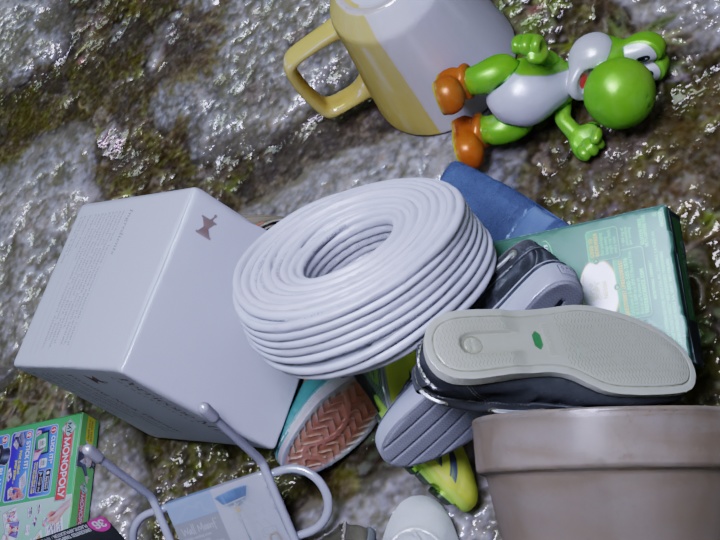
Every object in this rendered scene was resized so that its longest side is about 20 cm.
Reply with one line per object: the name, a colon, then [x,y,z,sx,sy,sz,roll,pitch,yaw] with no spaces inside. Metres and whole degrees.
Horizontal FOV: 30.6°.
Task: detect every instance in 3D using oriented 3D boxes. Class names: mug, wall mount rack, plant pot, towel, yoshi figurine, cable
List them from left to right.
wall mount rack: [-0.132,0.195,1.090,0.199,0.075,0.175,-21,97,20]
cable: [0.000,0.000,0.992,0.199,0.070,0.200,-28,25,-2]
mug: [0.036,-0.212,1.208,0.149,0.153,0.187,36,86,38]
towel: [0.126,-0.004,1.104,0.200,0.048,0.112,38,91,37]
yoshi figurine: [0.168,-0.149,1.129,0.199,0.112,0.113,-16,76,14]
plant pot: [0.176,0.186,0.900,0.199,0.200,0.175,-5,78,28]

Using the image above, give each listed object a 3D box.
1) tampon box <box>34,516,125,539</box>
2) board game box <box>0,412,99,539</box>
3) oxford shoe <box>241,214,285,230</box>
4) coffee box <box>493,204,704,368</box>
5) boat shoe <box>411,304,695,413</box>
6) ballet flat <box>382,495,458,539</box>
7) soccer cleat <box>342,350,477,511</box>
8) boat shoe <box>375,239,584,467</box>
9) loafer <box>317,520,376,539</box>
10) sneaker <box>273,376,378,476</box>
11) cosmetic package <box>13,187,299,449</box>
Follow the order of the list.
tampon box: [-0.213,0.317,1.016,0.200,0.149,0.127,36,122,32]
board game box: [-0.319,0.243,1.250,0.134,0.029,0.201,-13,59,24]
oxford shoe: [-0.087,-0.029,1.230,0.199,0.075,0.071,8,69,34]
coffee box: [0.154,0.030,1.012,0.199,0.044,0.124,-14,75,26]
boat shoe: [0.135,0.069,0.923,0.198,0.068,0.072,3,53,-10]
ballet flat: [0.038,0.263,1.000,0.069,0.069,0.201,-6,61,28]
soccer cleat: [0.044,0.097,1.050,0.083,0.065,0.201,-33,83,-8]
boat shoe: [0.083,0.063,0.989,0.200,0.072,0.071,-45,40,9]
loafer: [-0.064,0.251,1.009,0.200,0.070,0.075,-44,17,30]
sneaker: [-0.014,0.083,1.136,0.200,0.071,0.080,-52,40,-4]
cosmetic package: [-0.163,0.044,1.146,0.199,0.167,0.167,-4,60,51]
